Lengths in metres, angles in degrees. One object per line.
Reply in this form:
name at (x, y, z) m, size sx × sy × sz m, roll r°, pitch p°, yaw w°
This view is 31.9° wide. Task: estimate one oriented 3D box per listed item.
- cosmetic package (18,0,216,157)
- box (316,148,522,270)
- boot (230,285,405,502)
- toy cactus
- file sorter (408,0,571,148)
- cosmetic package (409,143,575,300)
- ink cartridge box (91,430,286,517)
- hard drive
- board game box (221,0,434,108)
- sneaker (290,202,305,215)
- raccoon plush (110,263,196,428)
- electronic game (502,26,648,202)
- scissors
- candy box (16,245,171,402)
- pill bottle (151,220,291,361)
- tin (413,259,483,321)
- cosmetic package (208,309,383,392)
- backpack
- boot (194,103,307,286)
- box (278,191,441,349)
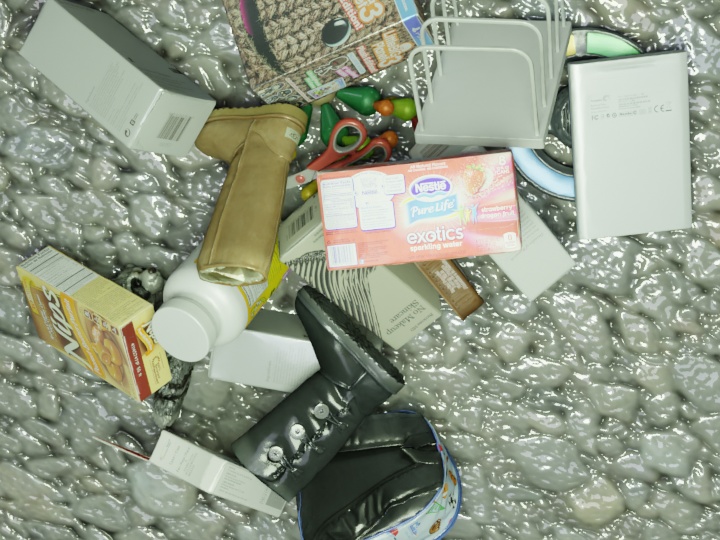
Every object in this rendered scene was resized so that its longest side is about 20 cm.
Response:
cosmetic package at (-0.274, -0.218, 1.424) m, size 0.200 × 0.113 × 0.081 m, roll 40°, pitch 106°, yaw 20°
box at (0.062, -0.064, 1.289) m, size 0.198 × 0.095 × 0.104 m, roll -7°, pitch 97°, yaw 8°
boot at (-0.073, 0.142, 1.446) m, size 0.200 × 0.066 × 0.165 m, roll -45°, pitch 88°, yaw 12°
toy cactus at (-0.031, -0.179, 1.467) m, size 0.199 × 0.102 × 0.166 m, roll -23°, pitch 82°, yaw 13°
file sorter at (0.139, -0.244, 1.336) m, size 0.137 × 0.201 × 0.125 m, roll 5°, pitch 138°, yaw 17°
cosmetic package at (0.149, -0.071, 1.419) m, size 0.074 × 0.102 × 0.200 m, roll -41°, pitch 117°, yaw 10°
ink cartridge box at (-0.197, 0.231, 1.508) m, size 0.175 × 0.200 × 0.045 m, roll 20°, pitch 79°, yaw 25°
hard drive at (0.305, -0.141, 1.427) m, size 0.131 × 0.025 × 0.202 m, roll -6°, pitch 107°, yaw 0°
board game box at (-0.040, -0.293, 1.396) m, size 0.199 × 0.097 × 0.161 m, roll -23°, pitch 75°, yaw 11°
sneaker at (0.015, -0.068, 1.485) m, size 0.198 × 0.074 × 0.083 m, roll -18°, pitch 98°, yaw 11°
raccoon plush at (-0.268, 0.089, 1.548) m, size 0.133 × 0.097 × 0.201 m, roll 25°, pitch 105°, yaw 7°
electronic game at (0.257, -0.178, 1.450) m, size 0.198 × 0.042 × 0.202 m, roll 1°, pitch 103°, yaw 5°
scissors at (-0.054, -0.104, 1.433) m, size 0.199 × 0.014 × 0.073 m, roll -33°, pitch 117°, yaw 27°
candy box at (-0.315, 0.061, 1.490) m, size 0.199 × 0.055 × 0.116 m, roll 25°, pitch 137°, yaw 35°
pill bottle at (-0.158, 0.017, 1.449) m, size 0.103 × 0.200 × 0.105 m, roll 14°, pitch 129°, yaw 19°
tin at (0.077, -0.020, 1.429) m, size 0.042 × 0.112 × 0.200 m, roll -34°, pitch 133°, yaw 8°
cosmetic package at (-0.075, 0.100, 1.522) m, size 0.198 × 0.102 × 0.075 m, roll 11°, pitch 104°, yaw 2°
backpack at (0.026, 0.266, 1.507) m, size 0.189 × 0.201 × 0.154 m, roll -26°, pitch 141°, yaw 15°
boot at (-0.147, -0.082, 1.398) m, size 0.066 × 0.174 × 0.202 m, roll 31°, pitch 64°, yaw -39°
box at (0.000, 0.000, 1.465) m, size 0.082 × 0.069 × 0.200 m, roll -40°, pitch 120°, yaw 23°
